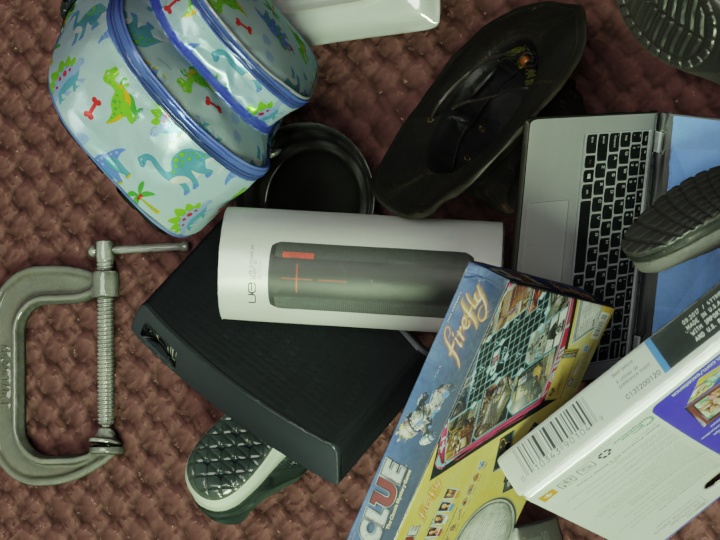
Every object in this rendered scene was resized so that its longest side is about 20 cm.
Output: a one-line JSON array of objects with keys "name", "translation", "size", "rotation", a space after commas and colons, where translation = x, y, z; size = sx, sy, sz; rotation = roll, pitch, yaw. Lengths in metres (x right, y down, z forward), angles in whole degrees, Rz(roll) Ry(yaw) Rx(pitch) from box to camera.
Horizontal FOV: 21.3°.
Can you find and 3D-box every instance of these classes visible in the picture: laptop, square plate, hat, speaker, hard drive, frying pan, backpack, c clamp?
[{"name": "laptop", "translation": [0.209, -0.005, 1.283], "size": [0.116, 0.199, 0.189], "rotation": [18, 109, 49]}, {"name": "square plate", "translation": [-0.027, -0.269, 1.420], "size": [0.197, 0.028, 0.202], "rotation": [-3, 87, 40]}, {"name": "hat", "translation": [0.102, -0.096, 1.351], "size": [0.200, 0.201, 0.081], "rotation": [-39, 116, 14]}, {"name": "speaker", "translation": [0.000, 0.000, 1.334], "size": [0.198, 0.081, 0.082], "rotation": [4, 88, 3]}, {"name": "hard drive", "translation": [-0.056, 0.048, 1.379], "size": [0.200, 0.042, 0.135], "rotation": [35, 69, 20]}, {"name": "frying pan", "translation": [-0.051, -0.017, 1.445], "size": [0.114, 0.031, 0.191], "rotation": [19, 97, 20]}, {"name": "backpack", "translation": [-0.127, -0.139, 1.359], "size": [0.147, 0.200, 0.183], "rotation": [-36, 112, 22]}, {"name": "c clamp", "translation": [-0.222, 0.072, 1.505], "size": [0.170, 0.027, 0.202], "rotation": [4, 88, 20]}]

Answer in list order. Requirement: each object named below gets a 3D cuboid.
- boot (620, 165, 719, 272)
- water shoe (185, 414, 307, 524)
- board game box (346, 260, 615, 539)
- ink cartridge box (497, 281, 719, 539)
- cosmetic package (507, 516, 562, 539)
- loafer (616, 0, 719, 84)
[{"name": "boot", "translation": [0.282, -0.013, 1.258], "size": [0.199, 0.070, 0.132], "rotation": [-26, 114, 3]}, {"name": "water shoe", "translation": [-0.048, 0.106, 1.420], "size": [0.200, 0.079, 0.072], "rotation": [-38, 66, -13]}, {"name": "board game box", "translation": [0.077, 0.099, 1.222], "size": [0.035, 0.135, 0.201], "rotation": [29, 99, 36]}, {"name": "ink cartridge box", "translation": [0.214, 0.101, 1.265], "size": [0.198, 0.200, 0.044], "rotation": [-40, 56, 12]}, {"name": "cosmetic package", "translation": [0.113, 0.279, 1.331], "size": [0.090, 0.107, 0.201], "rotation": [-15, 84, 20]}, {"name": "loafer", "translation": [0.261, -0.168, 1.330], "size": [0.200, 0.071, 0.073], "rotation": [41, 134, 26]}]
